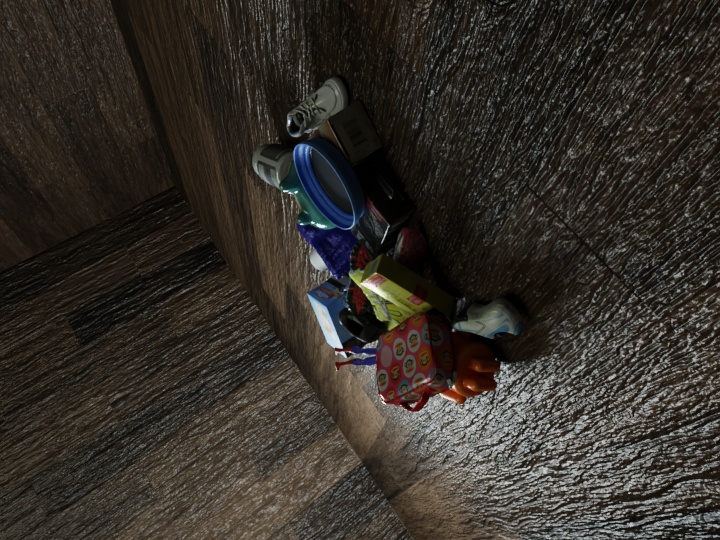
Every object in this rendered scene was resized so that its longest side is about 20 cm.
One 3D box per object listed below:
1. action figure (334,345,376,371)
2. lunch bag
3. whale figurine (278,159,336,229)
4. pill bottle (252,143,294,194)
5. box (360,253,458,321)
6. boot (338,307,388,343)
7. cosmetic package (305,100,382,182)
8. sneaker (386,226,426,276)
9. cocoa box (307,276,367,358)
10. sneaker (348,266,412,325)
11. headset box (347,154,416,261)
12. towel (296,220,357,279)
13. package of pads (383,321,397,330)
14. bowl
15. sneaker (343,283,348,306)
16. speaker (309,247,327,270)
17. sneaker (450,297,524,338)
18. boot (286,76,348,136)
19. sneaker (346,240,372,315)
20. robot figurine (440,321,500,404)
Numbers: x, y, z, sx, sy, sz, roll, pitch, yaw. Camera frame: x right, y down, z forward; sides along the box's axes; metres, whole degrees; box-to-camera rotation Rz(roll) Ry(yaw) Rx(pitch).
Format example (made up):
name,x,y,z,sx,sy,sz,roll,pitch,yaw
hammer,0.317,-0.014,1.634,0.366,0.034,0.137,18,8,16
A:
name,x,y,z,sx,sy,sz,roll,pitch,yaw
action figure,0.041,0.215,1.263,0.100,0.196,0.066,77,-172,-60
lunch bag,0.109,0.197,1.069,0.199,0.081,0.179,-37,48,48
whale figurine,-0.098,-0.175,1.222,0.103,0.161,0.199,27,176,42
pill bottle,-0.217,-0.284,1.426,0.199,0.112,0.115,32,147,51
box,0.101,0.044,1.075,0.198,0.051,0.075,32,148,-18
boot,-0.010,0.138,1.348,0.162,0.067,0.200,13,-177,17
cosmetic package,-0.047,-0.262,1.099,0.105,0.087,0.199,59,160,-8
sneaker,0.088,-0.026,1.123,0.075,0.080,0.201,50,158,26
cocoa box,-0.054,0.136,1.598,0.133,0.130,0.203,27,143,54
sneaker,0.048,0.068,1.171,0.199,0.077,0.075,39,179,7
headset box,0.030,-0.132,1.115,0.150,0.077,0.201,53,158,14
towel,-0.075,-0.095,1.340,0.148,0.049,0.201,-47,71,24
package of pads,0.103,0.105,1.283,0.202,0.068,0.155,57,159,6
bowl,-0.063,-0.181,1.079,0.201,0.039,0.202,45,158,23
sneaker,0.002,0.049,1.421,0.074,0.081,0.201,54,158,17
speaker,-0.086,-0.056,1.482,0.082,0.081,0.200,58,159,0
sneaker,0.231,0.098,0.979,0.073,0.072,0.200,51,163,-4
boot,-0.097,-0.334,1.105,0.074,0.095,0.200,59,160,-4
sneaker,0.000,0.000,1.281,0.096,0.078,0.204,-123,46,-77
robot figurine,0.205,0.192,1.104,0.199,0.116,0.146,16,136,60
